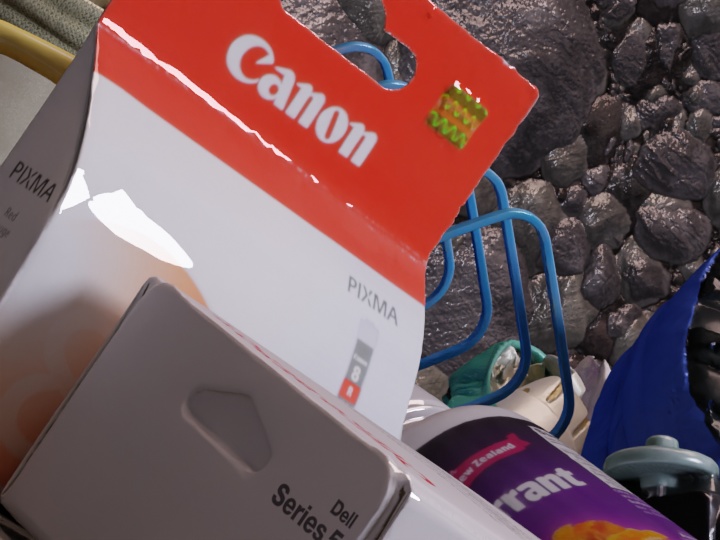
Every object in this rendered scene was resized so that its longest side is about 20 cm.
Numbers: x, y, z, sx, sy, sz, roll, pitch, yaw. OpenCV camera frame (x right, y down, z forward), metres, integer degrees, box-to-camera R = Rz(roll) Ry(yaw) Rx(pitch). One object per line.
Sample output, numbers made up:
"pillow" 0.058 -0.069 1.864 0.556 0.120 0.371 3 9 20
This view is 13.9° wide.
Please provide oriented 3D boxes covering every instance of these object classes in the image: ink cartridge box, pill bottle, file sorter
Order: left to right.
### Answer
"ink cartridge box" -0.034 -0.003 0.903 0.162 0.200 0.050 35 0 -39
"file sorter" 0.000 0.000 1.359 0.200 0.122 0.139 -130 -156 -54
"ink cartridge box" 0.013 0.103 0.853 0.200 0.084 0.145 36 -1 -40
"pill bottle" 0.055 0.118 1.077 0.111 0.112 0.200 36 -1 -45

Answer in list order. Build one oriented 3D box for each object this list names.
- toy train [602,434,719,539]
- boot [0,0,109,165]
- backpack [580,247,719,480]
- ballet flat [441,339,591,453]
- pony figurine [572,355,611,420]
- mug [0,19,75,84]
"toy train" 0.095 0.125 1.197 0.199 0.086 0.114 -12 -25 35
"boot" -0.120 -0.035 1.251 0.200 0.155 0.072 35 1 -35
"backpack" 0.191 0.103 1.299 0.199 0.168 0.163 33 37 -12
"ballet flat" 0.076 0.073 1.423 0.067 0.070 0.200 49 9 -10
"pony figurine" 0.107 0.152 1.604 0.200 0.166 0.193 51 3 -17
"mug" -0.077 -0.003 1.003 0.186 0.154 0.149 35 0 -17
